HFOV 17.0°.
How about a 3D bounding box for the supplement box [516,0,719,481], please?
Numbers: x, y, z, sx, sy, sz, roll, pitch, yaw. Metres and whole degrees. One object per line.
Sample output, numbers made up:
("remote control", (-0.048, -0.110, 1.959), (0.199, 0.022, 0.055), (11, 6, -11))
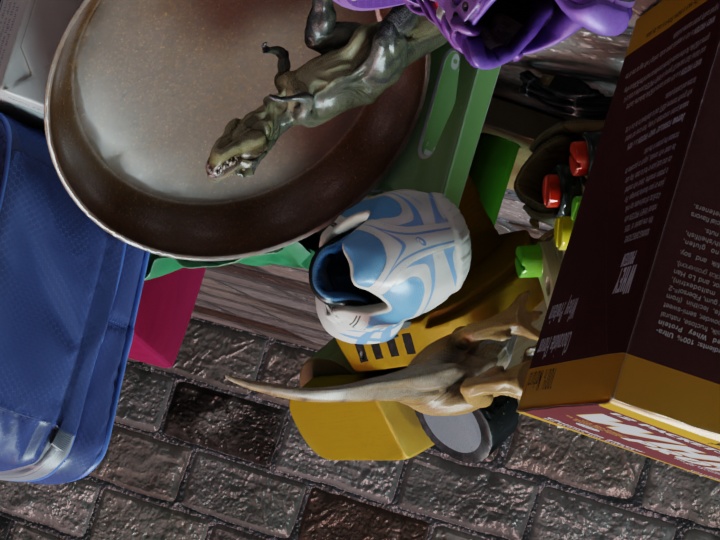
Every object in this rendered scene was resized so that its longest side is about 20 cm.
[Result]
("supplement box", (0.176, -0.013, 1.066), (0.132, 0.201, 0.197), (18, 173, -6))

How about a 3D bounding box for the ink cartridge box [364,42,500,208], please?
("ink cartridge box", (0.018, -0.086, 1.320), (0.059, 0.105, 0.199), (22, 172, -35))

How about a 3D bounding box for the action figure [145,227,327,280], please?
("action figure", (-0.060, -0.023, 1.467), (0.117, 0.055, 0.200), (3, -177, 24))

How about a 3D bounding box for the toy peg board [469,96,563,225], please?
("toy peg board", (0.012, -0.065, 1.541), (0.198, 0.098, 0.200), (18, 173, -2))

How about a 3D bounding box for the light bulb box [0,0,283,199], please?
("light bulb box", (-0.137, -0.124, 1.322), (0.197, 0.126, 0.200), (21, 174, -33))

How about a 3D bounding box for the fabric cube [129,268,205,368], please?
("fabric cube", (-0.209, -0.063, 1.721), (0.195, 0.201, 0.199), (17, 172, 9))

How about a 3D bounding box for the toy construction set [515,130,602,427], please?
("toy construction set", (0.140, 0.001, 1.256), (0.091, 0.132, 0.200), (2, 166, -24))

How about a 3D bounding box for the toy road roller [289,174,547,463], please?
("toy road roller", (0.034, 0.022, 1.418), (0.199, 0.123, 0.147), (-10, 113, 52))

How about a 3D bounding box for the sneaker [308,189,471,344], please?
("sneaker", (0.000, 0.000, 1.261), (0.072, 0.072, 0.200), (-7, 171, -15))

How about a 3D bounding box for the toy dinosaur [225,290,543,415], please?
("toy dinosaur", (0.039, 0.057, 1.233), (0.106, 0.061, 0.199), (-23, 169, 35))

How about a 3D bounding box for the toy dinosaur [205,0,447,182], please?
("toy dinosaur", (0.004, -0.115, 1.170), (0.048, 0.199, 0.088), (-123, 11, -46))

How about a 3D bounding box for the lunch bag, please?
("lunch bag", (-0.193, 0.024, 1.281), (0.135, 0.202, 0.132), (5, 169, 43))

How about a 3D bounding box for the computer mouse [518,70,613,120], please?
("computer mouse", (0.167, -0.085, 1.284), (0.199, 0.034, 0.058), (20, -168, 34))

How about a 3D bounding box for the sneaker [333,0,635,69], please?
("sneaker", (0.040, -0.123, 0.986), (0.080, 0.084, 0.199), (15, 173, -33))

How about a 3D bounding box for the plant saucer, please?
("plant saucer", (-0.063, -0.097, 1.202), (0.199, 0.201, 0.035), (22, -156, -34))

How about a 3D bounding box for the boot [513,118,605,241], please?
("boot", (0.138, -0.030, 1.440), (0.155, 0.073, 0.199), (20, 156, -41))
